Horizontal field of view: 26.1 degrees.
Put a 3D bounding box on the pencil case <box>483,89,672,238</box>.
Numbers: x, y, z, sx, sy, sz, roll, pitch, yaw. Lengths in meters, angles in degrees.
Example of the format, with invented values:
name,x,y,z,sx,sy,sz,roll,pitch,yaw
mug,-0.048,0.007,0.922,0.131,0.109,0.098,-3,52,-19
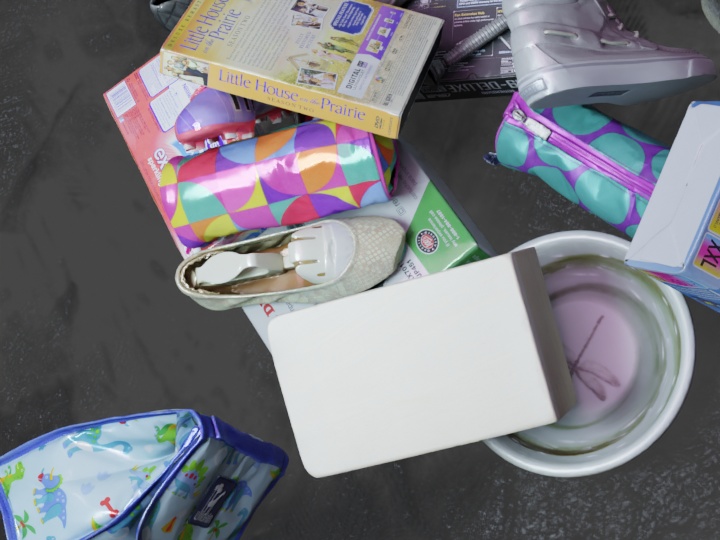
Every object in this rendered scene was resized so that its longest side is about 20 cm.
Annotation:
name,x,y,z,sx,sy,sz,roll,pitch,yaw
pencil case,0.201,-0.082,1.254,0.200,0.092,0.085,32,100,29

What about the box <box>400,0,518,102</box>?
name,x,y,z,sx,sy,sz,roll,pitch,yaw
box,0.109,-0.233,1.363,0.200,0.050,0.158,-2,75,23

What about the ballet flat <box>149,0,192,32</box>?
name,x,y,z,sx,sy,sz,roll,pitch,yaw
ballet flat,-0.126,-0.311,1.485,0.066,0.057,0.200,36,92,27

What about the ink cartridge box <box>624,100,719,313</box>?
name,x,y,z,sx,sy,sz,roll,pitch,yaw
ink cartridge box,0.313,-0.025,1.158,0.076,0.200,0.136,18,83,61

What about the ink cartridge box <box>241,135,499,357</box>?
name,x,y,z,sx,sy,sz,roll,pitch,yaw
ink cartridge box,0.000,0.000,1.328,0.200,0.083,0.147,-40,63,10

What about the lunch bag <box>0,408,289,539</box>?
name,x,y,z,sx,sy,sz,roll,pitch,yaw
lunch bag,-0.177,0.185,1.306,0.200,0.170,0.127,-29,66,12

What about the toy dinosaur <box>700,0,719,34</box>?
name,x,y,z,sx,sy,sz,roll,pitch,yaw
toy dinosaur,0.316,-0.236,1.271,0.102,0.077,0.200,-28,71,28

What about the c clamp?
name,x,y,z,sx,sy,sz,roll,pitch,yaw
c clamp,0.102,-0.223,1.319,0.200,0.027,0.171,-29,66,13

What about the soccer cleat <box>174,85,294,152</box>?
name,x,y,z,sx,sy,sz,roll,pitch,yaw
soccer cleat,-0.108,-0.149,1.292,0.067,0.200,0.076,-12,100,21

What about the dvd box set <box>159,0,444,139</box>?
name,x,y,z,sx,sy,sz,roll,pitch,yaw
dvd box set,-0.045,-0.182,1.262,0.200,0.029,0.146,16,43,6

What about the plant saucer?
name,x,y,z,sx,sy,sz,roll,pitch,yaw
plant saucer,0.174,0.069,1.250,0.200,0.050,0.200,-6,74,22

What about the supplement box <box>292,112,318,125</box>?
name,x,y,z,sx,sy,sz,roll,pitch,yaw
supplement box,-0.033,-0.191,1.373,0.061,0.109,0.200,-9,66,-16

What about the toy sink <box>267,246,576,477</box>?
name,x,y,z,sx,sy,sz,roll,pitch,yaw
toy sink,0.050,0.070,1.199,0.200,0.112,0.130,-16,89,16

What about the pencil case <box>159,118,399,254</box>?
name,x,y,z,sx,sy,sz,roll,pitch,yaw
pencil case,-0.066,-0.074,1.280,0.200,0.088,0.088,-13,71,17

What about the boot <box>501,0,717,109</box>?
name,x,y,z,sx,sy,sz,roll,pitch,yaw
boot,0.199,-0.185,1.230,0.074,0.200,0.096,-23,77,51

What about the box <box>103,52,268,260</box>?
name,x,y,z,sx,sy,sz,roll,pitch,yaw
box,-0.136,-0.099,1.409,0.103,0.095,0.200,-35,65,11

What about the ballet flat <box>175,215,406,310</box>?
name,x,y,z,sx,sy,sz,roll,pitch,yaw
ballet flat,-0.060,-0.003,1.273,0.200,0.062,0.067,-14,75,21
